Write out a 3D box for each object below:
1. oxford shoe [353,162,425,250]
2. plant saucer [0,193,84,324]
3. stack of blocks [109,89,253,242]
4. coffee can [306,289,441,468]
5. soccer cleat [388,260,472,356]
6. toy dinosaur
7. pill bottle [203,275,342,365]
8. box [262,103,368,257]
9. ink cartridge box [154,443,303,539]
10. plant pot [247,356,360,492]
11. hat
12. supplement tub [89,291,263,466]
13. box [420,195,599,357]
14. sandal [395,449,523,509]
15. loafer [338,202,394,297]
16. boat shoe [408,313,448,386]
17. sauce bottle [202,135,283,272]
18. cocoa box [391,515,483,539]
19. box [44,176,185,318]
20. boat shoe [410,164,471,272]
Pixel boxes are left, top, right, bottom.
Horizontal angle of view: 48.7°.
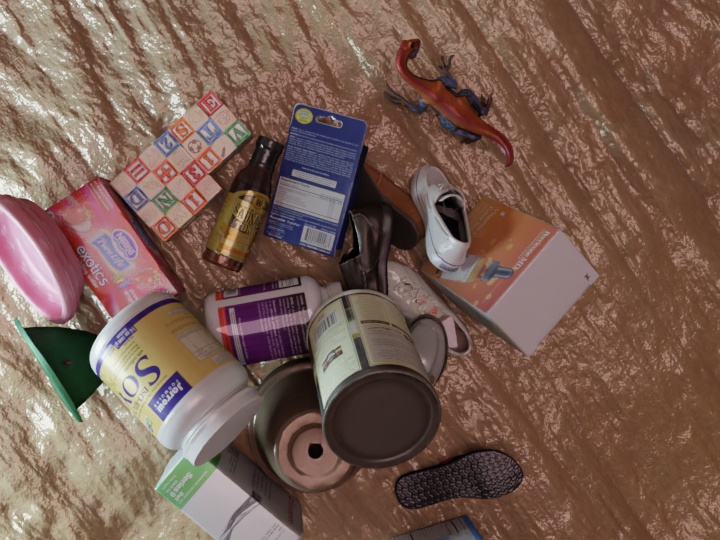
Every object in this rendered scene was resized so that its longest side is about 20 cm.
[{"bbox_3d":[0.024,-0.116,1.197,0.200,0.071,0.071,47,131,6],"label":"oxford shoe"},{"bbox_3d":[-0.448,-0.022,1.100,0.051,0.200,0.201,-38,96,-35],"label":"plant saucer"},{"bbox_3d":[-0.249,-0.150,1.165,0.200,0.059,0.115,-44,95,-2],"label":"stack of blocks"},{"bbox_3d":[0.011,0.135,1.038,0.145,0.200,0.147,-4,118,-8],"label":"coffee can"},{"bbox_3d":[0.093,0.054,1.196,0.200,0.078,0.069,41,88,-5],"label":"soccer cleat"},{"bbox_3d":[0.129,-0.258,1.149,0.181,0.200,0.105,20,104,-49],"label":"toy dinosaur"},{"bbox_3d":[-0.121,0.072,1.159,0.199,0.112,0.113,-10,93,-5],"label":"pill bottle"},{"bbox_3d":[-0.062,-0.132,1.164,0.121,0.032,0.201,18,101,17],"label":"box"},{"bbox_3d":[-0.184,0.326,1.147,0.200,0.146,0.084,42,89,-5],"label":"ink cartridge box"},{"bbox_3d":[-0.066,0.235,1.141,0.199,0.175,0.202,0,91,-6],"label":"plant pot"},{"bbox_3d":[-0.369,0.107,1.147,0.176,0.166,0.201,-33,140,-22],"label":"hat"},{"bbox_3d":[-0.240,0.142,1.050,0.200,0.145,0.145,42,88,13],"label":"supplement tub"},{"bbox_3d":[0.206,0.002,1.133,0.152,0.200,0.106,-48,118,-2],"label":"box"},{"bbox_3d":[0.151,0.321,1.236,0.199,0.045,0.076,-13,88,10],"label":"sandal"},{"bbox_3d":[0.000,0.000,1.145,0.071,0.073,0.201,4,95,-15],"label":"loafer"},{"bbox_3d":[0.074,0.162,1.167,0.074,0.068,0.201,22,113,16],"label":"boat shoe"},{"bbox_3d":[-0.169,-0.099,1.172,0.066,0.066,0.201,21,92,-6],"label":"sauce bottle"},{"bbox_3d":[0.140,0.497,1.190,0.131,0.133,0.201,-15,94,-5],"label":"cocoa box"},{"bbox_3d":[-0.351,-0.024,1.142,0.099,0.095,0.201,-34,95,-4],"label":"box"},{"bbox_3d":[0.125,-0.090,1.148,0.073,0.065,0.201,8,47,-24],"label":"boat shoe"}]
